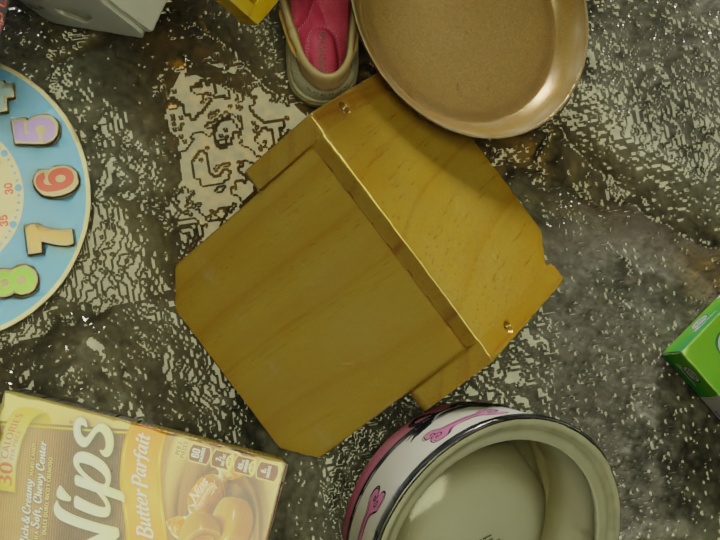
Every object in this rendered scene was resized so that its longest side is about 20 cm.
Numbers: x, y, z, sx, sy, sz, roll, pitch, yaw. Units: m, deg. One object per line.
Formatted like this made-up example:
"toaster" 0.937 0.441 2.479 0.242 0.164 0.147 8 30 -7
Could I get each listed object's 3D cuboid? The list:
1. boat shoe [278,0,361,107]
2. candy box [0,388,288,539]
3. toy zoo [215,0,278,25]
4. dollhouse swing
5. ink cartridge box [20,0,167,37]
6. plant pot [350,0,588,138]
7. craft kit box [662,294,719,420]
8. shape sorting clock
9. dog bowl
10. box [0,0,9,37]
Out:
"boat shoe" -0.029 -0.223 0.911 0.072 0.069 0.204 -8 86 -8
"candy box" -0.159 0.162 0.869 0.197 0.055 0.117 15 83 -6
"toy zoo" -0.087 -0.252 0.809 0.199 0.020 0.133 37 77 -36
"dollhouse swing" 0.000 0.000 0.914 0.201 0.175 0.181 51 40 0
"ink cartridge box" -0.163 -0.272 0.855 0.086 0.145 0.202 34 78 -44
"plant pot" 0.077 -0.190 0.919 0.197 0.027 0.204 6 77 -25
"craft kit box" 0.362 0.066 0.950 0.200 0.049 0.198 -43 89 -9
"shape sorting clock" -0.287 -0.052 0.880 0.196 0.039 0.204 1 85 -7
"dog bowl" 0.075 0.179 0.854 0.197 0.074 0.204 -9 110 -26
"box" -0.273 -0.222 0.837 0.040 0.135 0.203 24 68 -45
